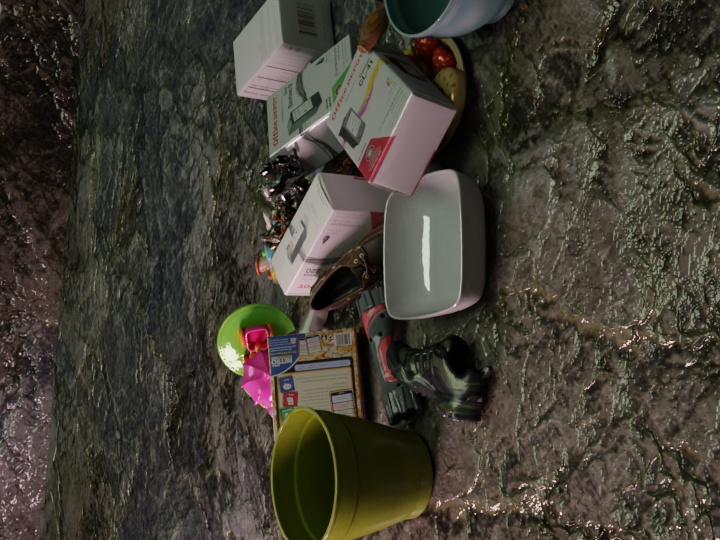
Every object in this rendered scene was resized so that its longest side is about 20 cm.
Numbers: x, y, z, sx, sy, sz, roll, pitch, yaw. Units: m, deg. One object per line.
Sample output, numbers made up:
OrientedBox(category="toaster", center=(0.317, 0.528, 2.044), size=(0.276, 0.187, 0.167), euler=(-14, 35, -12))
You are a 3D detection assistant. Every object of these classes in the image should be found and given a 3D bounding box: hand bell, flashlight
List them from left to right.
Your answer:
OrientedBox(category="flashlight", center=(0.048, 0.127, 1.518), size=(0.068, 0.067, 0.203), euler=(85, 169, -64))
OrientedBox(category="hand bell", center=(0.049, -0.403, 1.465), size=(0.104, 0.104, 0.202), euler=(2, 59, 58))

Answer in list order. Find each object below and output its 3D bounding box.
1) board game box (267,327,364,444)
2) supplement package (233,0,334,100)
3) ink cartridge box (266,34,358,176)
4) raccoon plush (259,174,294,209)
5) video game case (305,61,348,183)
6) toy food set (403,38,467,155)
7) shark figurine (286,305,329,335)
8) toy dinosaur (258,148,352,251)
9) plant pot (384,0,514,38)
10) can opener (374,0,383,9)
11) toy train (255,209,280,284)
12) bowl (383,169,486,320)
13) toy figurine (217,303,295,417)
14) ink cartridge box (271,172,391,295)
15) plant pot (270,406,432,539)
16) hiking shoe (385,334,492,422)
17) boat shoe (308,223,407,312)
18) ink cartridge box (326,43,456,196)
OrientedBox(category="board game box", center=(-0.071, 0.203, 1.619), size=(0.046, 0.148, 0.204), euler=(79, -174, -74))
OrientedBox(category="supplement package", center=(-0.146, -0.416, 1.856), size=(0.199, 0.116, 0.119), euler=(-31, 61, 53))
OrientedBox(category="ink cartridge box", center=(-0.060, -0.268, 1.645), size=(0.199, 0.084, 0.148), euler=(-32, 46, 29))
OrientedBox(category="raccoon plush", center=(-0.128, -0.082, 1.741), size=(0.133, 0.097, 0.201), euler=(38, 129, 6))
OrientedBox(category="video game case", center=(-0.082, -0.243, 1.796), size=(0.182, 0.045, 0.202), euler=(-58, 40, 35))
OrientedBox(category="toy food set", center=(0.094, -0.260, 1.503), size=(0.198, 0.048, 0.203), euler=(-48, 47, 45))
OrientedBox(category="shark figurine", center=(-0.093, 0.146, 1.726), size=(0.128, 0.088, 0.218), euler=(-34, 56, 54))
OrientedBox(category="toy dinosaur", center=(-0.095, -0.122, 1.629), size=(0.201, 0.136, 0.102), euler=(-53, 35, -9))
OrientedBox(category="plant pot", center=(0.139, -0.413, 1.367), size=(0.199, 0.132, 0.204), euler=(-13, 75, 58))
OrientedBox(category="can opener", center=(0.082, -0.415, 1.555), size=(0.200, 0.052, 0.067), euler=(47, 159, 53))
OrientedBox(category="toy train", center=(-0.165, -0.042, 1.817), size=(0.200, 0.055, 0.153), euler=(34, -141, -85))
OrientedBox(category="bowl", center=(0.112, -0.032, 1.417), size=(0.199, 0.074, 0.204), euler=(-14, 75, 57))
OrientedBox(category="toy figurine", center=(-0.172, 0.189, 1.765), size=(0.185, 0.147, 0.203), euler=(-116, 18, -63))
OrientedBox(category="ink cartridge box", center=(-0.039, -0.053, 1.602), size=(0.201, 0.144, 0.086), euler=(-57, 45, 39))
OrientedBox(category="plant pot", center=(-0.004, 0.301, 1.452), size=(0.199, 0.190, 0.205), euler=(-11, 77, 57))
OrientedBox(category="hiking shoe", center=(0.115, 0.133, 1.407), size=(0.199, 0.075, 0.102), euler=(33, 106, 46))
OrientedBox(category="boat shoe", center=(0.000, 0.000, 1.542), size=(0.199, 0.070, 0.071), euler=(-41, 92, 20))
OrientedBox(category="ink cartridge box", center=(0.039, -0.225, 1.445), size=(0.149, 0.084, 0.201), euler=(-64, 35, 22))
